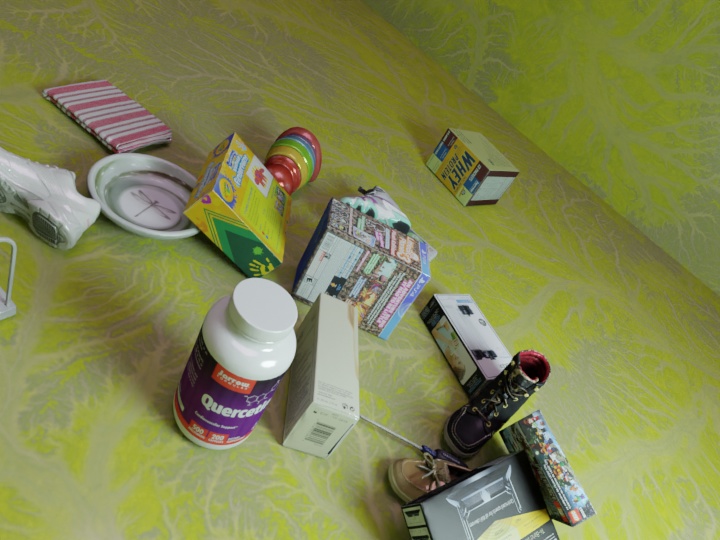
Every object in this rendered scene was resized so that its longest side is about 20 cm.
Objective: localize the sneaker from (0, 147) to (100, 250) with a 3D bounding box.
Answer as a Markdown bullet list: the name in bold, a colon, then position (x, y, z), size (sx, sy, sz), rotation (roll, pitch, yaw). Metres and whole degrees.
- **sneaker**: position (-0.457, -0.120, 0.742), size (0.199, 0.078, 0.100), rotation (41, 41, -7)

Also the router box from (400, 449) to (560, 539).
- **router box**: position (0.162, 0.342, 0.666), size (0.194, 0.052, 0.162), rotation (-8, 70, -34)

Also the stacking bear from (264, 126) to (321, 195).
- **stacking bear**: position (-0.156, -0.208, 1.097), size (0.119, 0.115, 0.203), rotation (28, 38, -7)

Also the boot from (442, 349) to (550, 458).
- **boot**: position (0.225, 0.213, 0.859), size (0.196, 0.153, 0.074), rotation (-11, 52, -47)

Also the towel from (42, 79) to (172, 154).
- **towel**: position (-0.472, -0.290, 0.994), size (0.197, 0.030, 0.146), rotation (37, 34, 7)

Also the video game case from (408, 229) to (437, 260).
- **video game case**: position (0.067, -0.072, 1.194), size (0.199, 0.024, 0.181), rotation (42, 34, 10)

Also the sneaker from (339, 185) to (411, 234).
- **sneaker**: position (0.011, -0.144, 1.154), size (0.196, 0.078, 0.142), rotation (18, 34, -40)

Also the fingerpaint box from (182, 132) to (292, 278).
- **fingerpaint box**: position (-0.202, -0.112, 0.908), size (0.167, 0.072, 0.203), rotation (49, 24, -32)

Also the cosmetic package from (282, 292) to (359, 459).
- **cosmetic package**: position (-0.053, 0.143, 0.749), size (0.069, 0.106, 0.204), rotation (22, 37, -18)

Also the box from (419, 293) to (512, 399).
- **box**: position (0.212, 0.141, 1.020), size (0.114, 0.061, 0.203), rotation (4, 44, -37)

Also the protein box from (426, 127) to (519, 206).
- **protein box**: position (0.350, -0.320, 1.646), size (0.196, 0.136, 0.200), rotation (-9, 53, -47)

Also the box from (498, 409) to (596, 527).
- **box**: position (0.262, 0.286, 0.767), size (0.037, 0.201, 0.140), rotation (-24, 68, -2)

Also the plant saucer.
- **plant saucer**: position (-0.342, -0.110, 0.858), size (0.195, 0.051, 0.203), rotation (23, 35, -16)

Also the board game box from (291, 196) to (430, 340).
- **board game box**: position (0.000, 0.000, 0.920), size (0.195, 0.161, 0.098), rotation (25, 33, -14)

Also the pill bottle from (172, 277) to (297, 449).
- **pill bottle**: position (-0.145, 0.110, 0.619), size (0.109, 0.203, 0.114), rotation (21, 34, -15)

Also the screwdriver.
- **screwdriver**: position (0.080, 0.256, 0.788), size (0.197, 0.028, 0.030), rotation (35, 61, -7)

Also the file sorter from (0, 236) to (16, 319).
- **file sorter**: position (-0.492, -0.036, 0.569), size (0.199, 0.126, 0.138), rotation (42, 33, 13)

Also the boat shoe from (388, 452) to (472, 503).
- **boat shoe**: position (0.131, 0.302, 0.746), size (0.194, 0.063, 0.075), rotation (21, 35, -20)
